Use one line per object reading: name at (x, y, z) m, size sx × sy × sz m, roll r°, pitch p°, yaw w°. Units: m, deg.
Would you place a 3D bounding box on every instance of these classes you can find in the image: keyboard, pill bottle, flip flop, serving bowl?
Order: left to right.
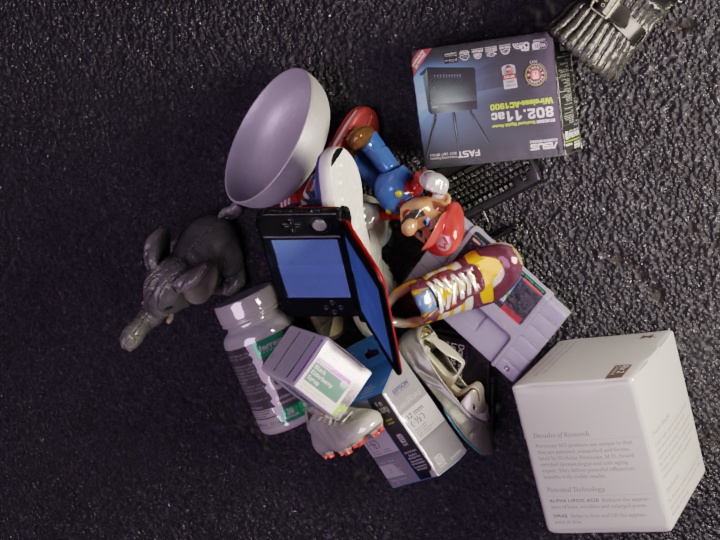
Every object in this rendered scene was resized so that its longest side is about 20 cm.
pill bottle at (-0.133, 0.128, 1.822) m, size 0.112 × 0.113 × 0.202 m, roll -19°, pitch 99°, yaw 34°
serving bowl at (-0.101, -0.169, 1.675) m, size 0.065 × 0.201 × 0.200 m, roll 26°, pitch 131°, yaw -29°
flip flop at (-0.075, 0.004, 1.770) m, size 0.057 × 0.081 × 0.201 m, roll -26°, pitch 92°, yaw 52°
keyboard at (0.153, -0.087, 1.629) m, size 0.199 × 0.021 × 0.128 m, roll -27°, pitch 93°, yaw 36°

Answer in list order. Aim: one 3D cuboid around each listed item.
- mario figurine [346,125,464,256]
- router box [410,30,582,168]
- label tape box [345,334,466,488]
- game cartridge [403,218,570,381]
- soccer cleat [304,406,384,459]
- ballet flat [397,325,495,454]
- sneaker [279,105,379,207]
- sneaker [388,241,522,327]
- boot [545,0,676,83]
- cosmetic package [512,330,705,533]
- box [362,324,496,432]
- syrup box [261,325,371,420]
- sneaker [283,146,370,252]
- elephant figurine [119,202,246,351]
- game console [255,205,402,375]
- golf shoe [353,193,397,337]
mario figurine at (0.046, -0.091, 1.576) m, size 0.106 × 0.124 × 0.200 m, roll -44°, pitch 73°, yaw -9°
router box at (0.166, -0.211, 1.539) m, size 0.198 × 0.062 × 0.151 m, roll -3°, pitch 101°, yaw 31°
label tape box at (0.039, 0.192, 1.702) m, size 0.201 × 0.066 × 0.143 m, roll 54°, pitch 152°, yaw -2°
game cartridge at (0.164, 0.033, 1.629) m, size 0.200 × 0.038 × 0.130 m, roll 42°, pitch 123°, yaw 13°
soccer cleat at (-0.031, 0.210, 1.696) m, size 0.078 × 0.069 × 0.200 m, roll 60°, pitch 155°, yaw 1°
ballet flat at (0.128, 0.156, 1.667) m, size 0.064 × 0.067 × 0.200 m, roll -42°, pitch 84°, yaw 26°
sneaker at (-0.057, -0.146, 1.699) m, size 0.115 × 0.078 × 0.201 m, roll 34°, pitch 102°, yaw 40°
sneaker at (0.114, 0.028, 1.583) m, size 0.199 × 0.090 × 0.075 m, roll -28°, pitch 89°, yaw 32°
boot at (0.260, -0.336, 1.418) m, size 0.211 × 0.079 × 0.158 m, roll 47°, pitch 113°, yaw 7°
cosmetic package at (0.313, 0.200, 1.553) m, size 0.164 × 0.165 × 0.202 m, roll -9°, pitch 103°, yaw 33°
box at (0.096, 0.146, 1.741) m, size 0.198 × 0.036 × 0.144 m, roll 9°, pitch 112°, yaw 27°
syrup box at (-0.063, 0.135, 1.679) m, size 0.079 × 0.200 × 0.082 m, roll 38°, pitch 82°, yaw -15°
sneaker at (-0.072, -0.074, 1.587) m, size 0.145 × 0.081 × 0.201 m, roll 9°, pitch 134°, yaw 25°
elephant figurine at (-0.259, 0.007, 1.799) m, size 0.140 × 0.200 × 0.157 m, roll -8°, pitch 104°, yaw 33°
game console at (-0.038, 0.029, 1.526) m, size 0.170 × 0.119 × 0.201 m, roll -1°, pitch 139°, yaw 10°
golf shoe at (0.000, 0.000, 1.692) m, size 0.078 × 0.097 × 0.202 m, roll 1°, pitch 101°, yaw 26°
